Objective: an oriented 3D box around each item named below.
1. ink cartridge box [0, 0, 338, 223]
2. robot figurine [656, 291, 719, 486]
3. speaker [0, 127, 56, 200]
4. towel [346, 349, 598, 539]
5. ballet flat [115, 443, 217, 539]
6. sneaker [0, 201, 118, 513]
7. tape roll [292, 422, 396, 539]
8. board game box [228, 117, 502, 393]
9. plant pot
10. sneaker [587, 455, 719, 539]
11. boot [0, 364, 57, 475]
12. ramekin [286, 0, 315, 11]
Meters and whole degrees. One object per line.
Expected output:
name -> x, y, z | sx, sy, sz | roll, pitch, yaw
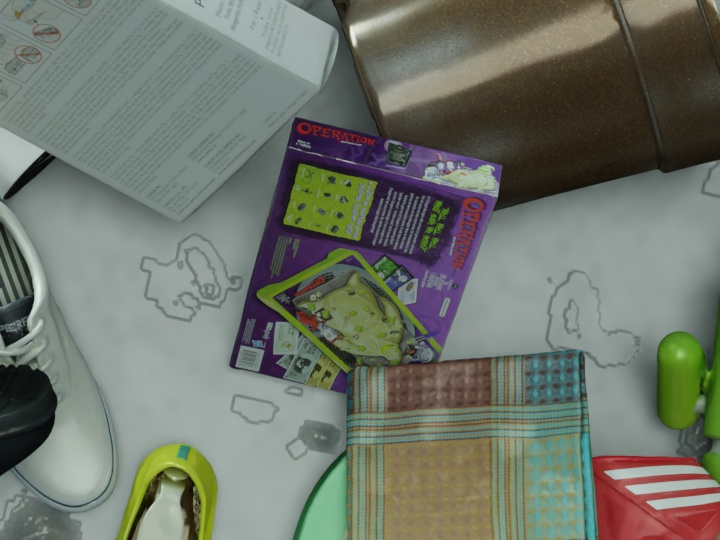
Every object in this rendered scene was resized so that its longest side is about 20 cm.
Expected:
ink cartridge box -> -0.137, -0.120, 1.492 | 0.199, 0.162, 0.057 | 31, 50, -17
robot figurine -> 0.261, 0.068, 1.606 | 0.174, 0.116, 0.201 | 7, 87, 12
speaker -> -0.244, -0.137, 1.593 | 0.081, 0.081, 0.200 | -44, 91, -6
towel -> 0.062, 0.146, 1.552 | 0.146, 0.022, 0.201 | -5, 72, 12
ballet flat -> -0.127, 0.198, 1.589 | 0.066, 0.067, 0.201 | 14, 86, -5
sneaker -> -0.199, 0.048, 1.590 | 0.073, 0.071, 0.201 | -26, 89, -6
tape roll -> 0.057, 0.182, 1.616 | 0.199, 0.048, 0.202 | 0, 86, -5
board game box -> 0.000, 0.000, 1.558 | 0.119, 0.201, 0.032 | 16, 49, -2
plant pot -> 0.098, -0.123, 1.576 | 0.197, 0.200, 0.201 | -20, 88, 2
sneaker -> 0.130, 0.181, 1.576 | 0.199, 0.078, 0.116 | -34, 71, -4
boot -> -0.234, 0.151, 1.540 | 0.199, 0.077, 0.169 | -15, 112, 17
ramekin -> -0.088, -0.219, 1.552 | 0.202, 0.094, 0.203 | 20, 54, -31
